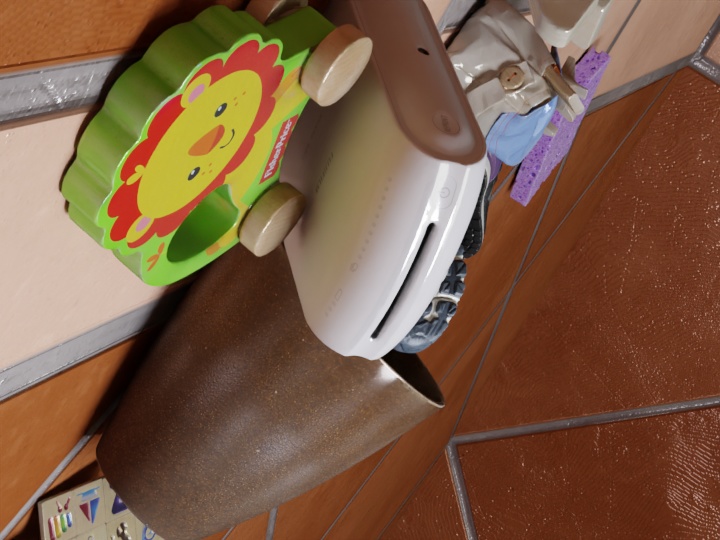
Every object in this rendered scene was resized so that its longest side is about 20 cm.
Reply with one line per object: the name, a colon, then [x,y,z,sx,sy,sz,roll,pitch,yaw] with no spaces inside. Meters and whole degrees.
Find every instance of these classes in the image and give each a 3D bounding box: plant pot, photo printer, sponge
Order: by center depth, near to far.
photo printer: [0.007,-0.058,1.069,0.200,0.069,0.167,-107,-146,-46]
plant pot: [-0.078,0.087,1.200,0.200,0.187,0.187,-42,171,6]
sponge: [0.241,-0.175,2.151,0.112,0.030,0.200,-49,168,-31]

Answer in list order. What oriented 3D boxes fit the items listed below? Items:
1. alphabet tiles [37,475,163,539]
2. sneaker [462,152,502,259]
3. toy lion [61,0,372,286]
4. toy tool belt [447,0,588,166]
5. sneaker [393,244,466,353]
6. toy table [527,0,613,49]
alphabet tiles: [-0.187,0.248,1.247,0.166,0.006,0.201,-17,106,-59]
sneaker: [0.109,-0.087,1.724,0.088,0.076,0.200,-56,171,-30]
toy lion: [-0.089,-0.064,0.960,0.192,0.069,0.200,-36,159,-43]
toy tool belt: [0.132,-0.141,1.514,0.125,0.123,0.200,-53,169,-12]
sneaker: [0.014,-0.021,1.223,0.077,0.201,0.086,2,144,-23]
toy table: [0.140,-0.245,1.258,0.200,0.117,0.184,-53,169,-19]
